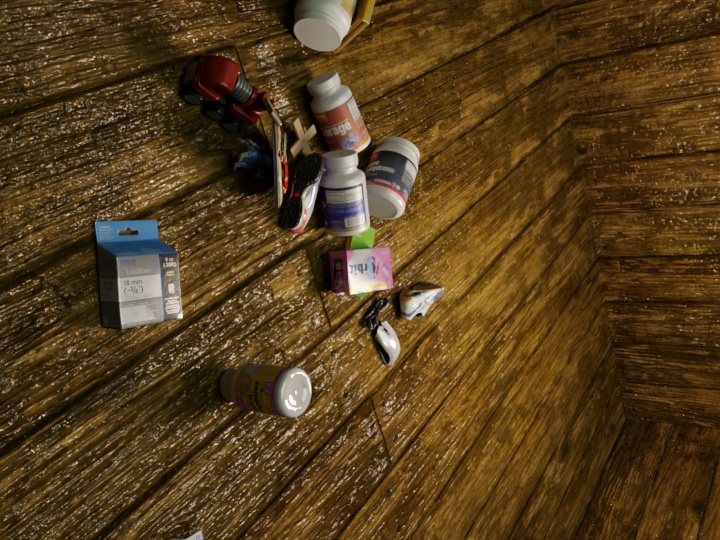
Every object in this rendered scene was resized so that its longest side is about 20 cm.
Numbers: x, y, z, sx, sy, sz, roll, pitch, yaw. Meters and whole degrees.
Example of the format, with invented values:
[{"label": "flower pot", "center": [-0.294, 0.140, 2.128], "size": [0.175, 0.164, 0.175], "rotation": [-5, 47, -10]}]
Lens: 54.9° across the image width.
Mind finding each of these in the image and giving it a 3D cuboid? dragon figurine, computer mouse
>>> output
[{"label": "dragon figurine", "center": [-0.227, -0.259, 1.532], "size": [0.099, 0.200, 0.059], "rotation": [-5, 76, -22]}, {"label": "computer mouse", "center": [0.076, 0.187, 2.003], "size": [0.110, 0.044, 0.201], "rotation": [-50, 127, -42]}]

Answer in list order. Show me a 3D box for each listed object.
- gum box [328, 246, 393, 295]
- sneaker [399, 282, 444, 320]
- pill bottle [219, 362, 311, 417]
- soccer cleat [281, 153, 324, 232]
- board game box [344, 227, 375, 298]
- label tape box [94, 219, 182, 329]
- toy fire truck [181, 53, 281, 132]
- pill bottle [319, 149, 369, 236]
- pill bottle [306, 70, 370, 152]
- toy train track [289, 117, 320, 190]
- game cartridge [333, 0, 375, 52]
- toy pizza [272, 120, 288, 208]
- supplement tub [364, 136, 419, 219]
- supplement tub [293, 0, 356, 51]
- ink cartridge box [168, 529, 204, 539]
[{"label": "gum box", "center": [0.000, 0.000, 1.845], "size": [0.200, 0.066, 0.114], "rotation": [-7, 93, -51]}, {"label": "sneaker", "center": [0.185, 0.095, 2.140], "size": [0.200, 0.075, 0.089], "rotation": [-17, 114, -45]}, {"label": "pill bottle", "center": [-0.209, 0.254, 1.492], "size": [0.104, 0.199, 0.105], "rotation": [2, 88, -52]}, {"label": "soccer cleat", "center": [-0.136, -0.190, 1.704], "size": [0.073, 0.068, 0.201], "rotation": [37, 70, -71]}, {"label": "board game box", "center": [-0.009, -0.031, 1.909], "size": [0.095, 0.030, 0.201], "rotation": [24, 68, -49]}, {"label": "label tape box", "center": [-0.423, 0.003, 1.328], "size": [0.144, 0.063, 0.201], "rotation": [-8, 96, -53]}, {"label": "toy fire truck", "center": [-0.252, -0.365, 1.450], "size": [0.176, 0.199, 0.129], "rotation": [33, 63, -48]}, {"label": "pill bottle", "center": [-0.043, -0.200, 1.769], "size": [0.120, 0.119, 0.201], "rotation": [-32, 124, -48]}, {"label": "pill bottle", "center": [-0.060, -0.400, 1.779], "size": [0.112, 0.112, 0.201], "rotation": [-53, 128, -39]}, {"label": "toy train track", "center": [-0.140, -0.289, 1.740], "size": [0.115, 0.032, 0.201], "rotation": [-56, 138, -38]}, {"label": "game cartridge", "center": [-0.012, -0.690, 1.804], "size": [0.032, 0.176, 0.201], "rotation": [20, 71, -26]}, {"label": "toy pizza", "center": [-0.182, -0.243, 1.578], "size": [0.200, 0.032, 0.201], "rotation": [178, -90, -84]}, {"label": "supplement tub", "center": [0.080, -0.258, 1.938], "size": [0.140, 0.140, 0.201], "rotation": [45, 54, -42]}, {"label": "supplement tub", "center": [-0.084, -0.667, 1.727], "size": [0.144, 0.144, 0.201], "rotation": [35, 62, -47]}, {"label": "ink cartridge box", "center": [-0.388, 0.649, 1.379], "size": [0.200, 0.047, 0.199], "rotation": [-16, 101, -54]}]
